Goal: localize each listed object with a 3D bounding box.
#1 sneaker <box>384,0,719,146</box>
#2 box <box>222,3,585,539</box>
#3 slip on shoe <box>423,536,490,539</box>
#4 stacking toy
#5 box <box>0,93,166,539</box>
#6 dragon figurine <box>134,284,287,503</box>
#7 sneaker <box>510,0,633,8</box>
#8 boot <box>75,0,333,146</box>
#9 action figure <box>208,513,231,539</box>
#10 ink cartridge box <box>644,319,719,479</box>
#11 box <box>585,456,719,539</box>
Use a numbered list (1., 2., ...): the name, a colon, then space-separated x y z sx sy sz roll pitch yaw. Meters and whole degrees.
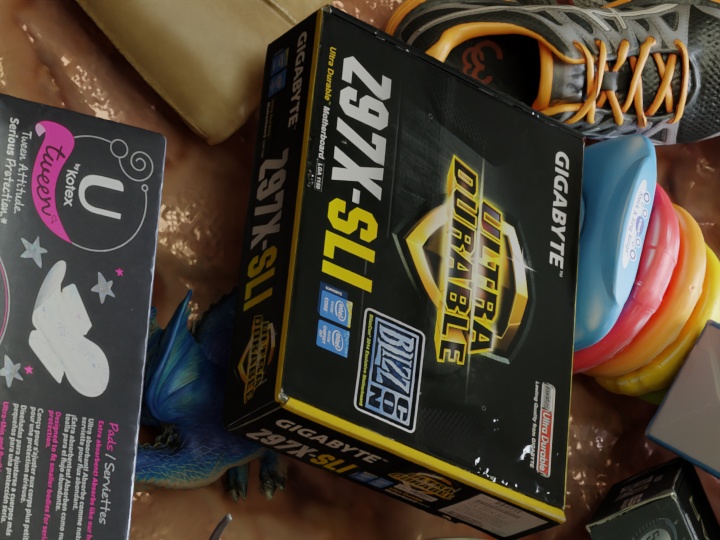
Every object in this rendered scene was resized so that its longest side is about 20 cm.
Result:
1. sneaker: 0.110 -0.094 1.255 0.199 0.077 0.079 1 104 -1
2. box: 0.024 0.002 1.157 0.159 0.049 0.201 24 57 -29
3. slip on shoe: 0.055 0.157 1.137 0.061 0.199 0.074 -18 101 -57
4. stacking toy: 0.158 0.031 1.285 0.200 0.110 0.116 33 60 -30
5. box: -0.163 0.041 1.083 0.114 0.132 0.201 14 71 -28
6. dragon figurine: -0.079 0.044 1.164 0.099 0.059 0.201 21 74 -29
7. sneaker: 0.154 -0.139 1.325 0.199 0.082 0.078 14 70 -26
8. boot: -0.091 -0.186 1.224 0.200 0.066 0.175 41 74 -12
9. action figure: -0.050 0.196 1.122 0.119 0.102 0.201 -30 107 -28
10. ink cartridge box: 0.246 0.103 1.251 0.200 0.115 0.068 29 90 -42
11. box: 0.168 0.192 1.208 0.043 0.160 0.201 -23 87 9
